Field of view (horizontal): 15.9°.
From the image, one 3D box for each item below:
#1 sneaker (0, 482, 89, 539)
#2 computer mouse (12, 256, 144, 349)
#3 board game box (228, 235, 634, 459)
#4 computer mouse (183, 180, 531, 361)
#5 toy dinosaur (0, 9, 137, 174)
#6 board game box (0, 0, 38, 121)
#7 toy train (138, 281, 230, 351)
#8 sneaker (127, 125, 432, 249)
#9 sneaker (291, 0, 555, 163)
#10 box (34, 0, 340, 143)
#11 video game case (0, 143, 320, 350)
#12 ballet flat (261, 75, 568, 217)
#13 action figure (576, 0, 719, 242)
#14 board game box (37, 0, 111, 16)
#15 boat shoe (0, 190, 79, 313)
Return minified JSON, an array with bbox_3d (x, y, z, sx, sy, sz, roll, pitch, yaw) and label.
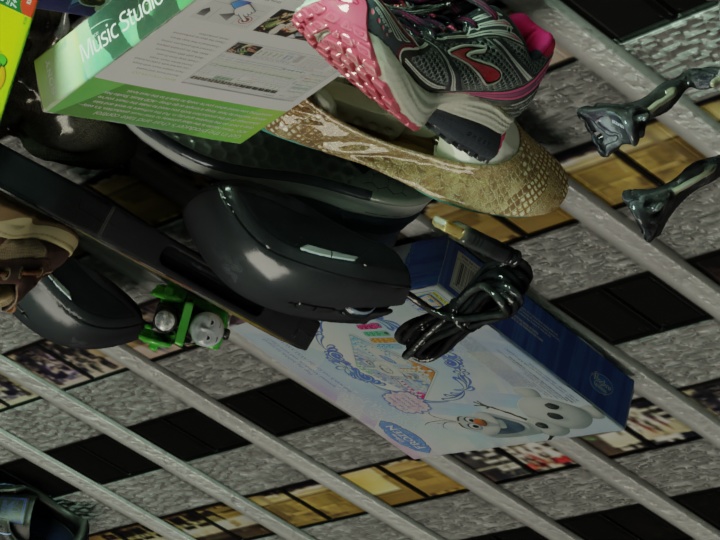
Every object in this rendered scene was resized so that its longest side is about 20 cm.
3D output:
[{"bbox_3d":[-0.328,0.206,2.225,0.199,0.071,0.078,18,149,-16],"label":"sneaker"},{"bbox_3d":[-0.254,0.008,1.798,0.200,0.046,0.140,40,148,-19],"label":"computer mouse"},{"bbox_3d":[0.048,0.056,1.747,0.198,0.044,0.200,-12,141,43],"label":"board game box"},{"bbox_3d":[0.000,0.000,1.499,0.199,0.046,0.140,28,145,-25],"label":"computer mouse"},{"bbox_3d":[-0.180,-0.093,1.564,0.102,0.077,0.200,18,153,32],"label":"toy dinosaur"},{"bbox_3d":[-0.237,-0.071,1.400,0.047,0.102,0.200,22,141,-15],"label":"board game box"},{"bbox_3d":[-0.116,0.034,1.725,0.056,0.042,0.200,16,180,-4],"label":"toy train"},{"bbox_3d":[-0.066,-0.051,1.576,0.201,0.077,0.146,20,150,-9],"label":"sneaker"},{"bbox_3d":[0.033,-0.117,1.313,0.081,0.075,0.200,42,-169,23],"label":"sneaker"},{"bbox_3d":[-0.058,-0.131,1.361,0.144,0.037,0.200,7,150,-45],"label":"box"},{"bbox_3d":[-0.144,-0.021,1.620,0.180,0.026,0.200,31,177,-40],"label":"video game case"},{"bbox_3d":[0.030,-0.085,1.474,0.199,0.071,0.065,15,139,-5],"label":"ballet flat"},{"bbox_3d":[0.210,-0.102,1.298,0.199,0.102,0.119,-29,107,5],"label":"action figure"},{"bbox_3d":[-0.122,-0.178,1.366,0.198,0.035,0.135,8,155,-13],"label":"board game box"},{"bbox_3d":[-0.227,-0.012,1.580,0.072,0.072,0.200,29,179,4],"label":"boat shoe"}]
